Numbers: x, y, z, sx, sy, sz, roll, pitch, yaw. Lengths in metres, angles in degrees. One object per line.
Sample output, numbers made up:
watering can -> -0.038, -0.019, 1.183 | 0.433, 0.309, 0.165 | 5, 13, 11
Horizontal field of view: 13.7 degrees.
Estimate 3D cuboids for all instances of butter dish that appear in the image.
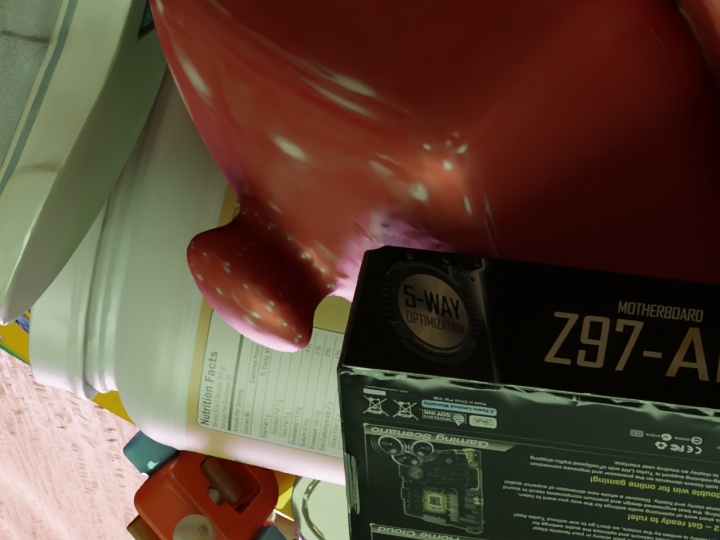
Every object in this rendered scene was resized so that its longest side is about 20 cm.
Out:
butter dish -> 0.013, -0.039, 0.838 | 0.199, 0.148, 0.200 | 38, 168, 36

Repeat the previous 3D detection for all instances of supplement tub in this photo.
supplement tub -> 0.000, 0.000, 1.009 | 0.199, 0.145, 0.145 | 13, 164, 4

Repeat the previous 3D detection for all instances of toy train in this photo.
toy train -> -0.014, 0.123, 1.112 | 0.056, 0.150, 0.200 | -39, 100, 24

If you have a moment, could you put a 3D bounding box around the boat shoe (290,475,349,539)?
boat shoe -> 0.061, 0.109, 1.107 | 0.200, 0.063, 0.073 | 36, 119, -18

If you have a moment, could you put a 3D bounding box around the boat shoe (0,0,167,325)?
boat shoe -> -0.096, -0.082, 0.902 | 0.071, 0.201, 0.070 | 25, -157, 12

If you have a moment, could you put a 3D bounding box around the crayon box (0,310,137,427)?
crayon box -> -0.153, -0.033, 1.150 | 0.172, 0.058, 0.200 | 27, 161, 38

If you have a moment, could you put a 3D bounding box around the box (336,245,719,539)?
box -> 0.097, 0.071, 0.807 | 0.199, 0.044, 0.160 | 6, 140, 9
